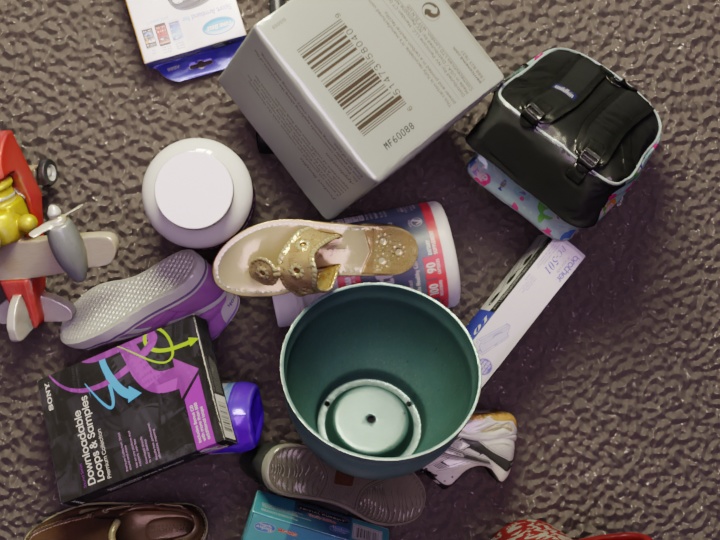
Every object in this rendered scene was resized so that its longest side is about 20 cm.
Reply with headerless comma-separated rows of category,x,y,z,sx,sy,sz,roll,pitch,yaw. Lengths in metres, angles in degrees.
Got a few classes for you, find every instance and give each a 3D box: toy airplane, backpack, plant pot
toy airplane,-0.377,-0.020,1.291,0.199,0.141,0.200,43,106,8
backpack,0.223,-0.142,1.316,0.177,0.151,0.200,38,48,7
plant pot,0.015,0.132,1.253,0.200,0.134,0.201,3,56,-4

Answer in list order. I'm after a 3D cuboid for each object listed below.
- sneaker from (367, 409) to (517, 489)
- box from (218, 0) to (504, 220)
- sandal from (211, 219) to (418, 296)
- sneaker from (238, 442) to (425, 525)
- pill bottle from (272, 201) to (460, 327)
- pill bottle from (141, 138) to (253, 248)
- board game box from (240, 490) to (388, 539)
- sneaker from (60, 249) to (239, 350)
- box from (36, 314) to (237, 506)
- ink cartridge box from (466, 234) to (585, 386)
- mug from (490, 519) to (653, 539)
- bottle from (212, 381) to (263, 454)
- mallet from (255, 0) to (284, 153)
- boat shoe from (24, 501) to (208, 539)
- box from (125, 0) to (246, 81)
sneaker,0.076,0.201,1.357,0.200,0.076,0.088,1,90,-3
box,-0.002,-0.200,1.279,0.200,0.171,0.199,-40,93,-23
sandal,-0.041,-0.012,1.218,0.211,0.070,0.078,-6,100,-11
sneaker,-0.030,0.226,1.349,0.200,0.106,0.075,20,81,-22
pill bottle,0.000,0.000,1.330,0.200,0.120,0.120,-12,91,-4
pill bottle,-0.167,-0.078,1.276,0.112,0.200,0.113,0,91,-4
board game box,-0.071,0.353,1.330,0.151,0.047,0.200,18,111,-4
sneaker,-0.226,0.058,1.339,0.200,0.114,0.073,-20,51,23
box,-0.238,0.148,1.282,0.200,0.036,0.143,-24,67,14
ink cartridge box,0.163,0.049,1.353,0.044,0.094,0.200,38,88,-3
mug,0.221,0.342,1.306,0.177,0.200,0.134,2,90,-5
bottle,-0.209,0.165,1.332,0.200,0.084,0.065,-4,116,9
mallet,-0.079,-0.229,1.366,0.066,0.041,0.200,4,86,-5
boat shoe,-0.269,0.285,1.329,0.202,0.075,0.075,-10,77,-6
box,-0.203,-0.315,1.353,0.119,0.041,0.200,-17,89,-4
